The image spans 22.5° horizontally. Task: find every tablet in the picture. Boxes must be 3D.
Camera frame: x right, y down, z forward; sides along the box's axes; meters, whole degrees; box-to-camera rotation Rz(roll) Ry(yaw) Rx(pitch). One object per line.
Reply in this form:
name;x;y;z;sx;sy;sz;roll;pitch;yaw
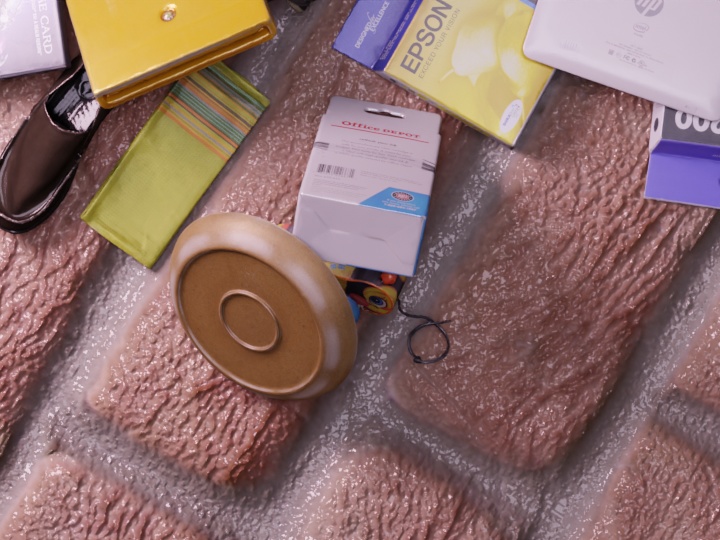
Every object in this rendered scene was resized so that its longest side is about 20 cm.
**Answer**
tablet;0.263;-0.231;1.701;0.199;0.014;0.131;19;86;-1

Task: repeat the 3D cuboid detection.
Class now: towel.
towel;-0.175;-0.107;1.718;0.086;0.018;0.201;35;87;0

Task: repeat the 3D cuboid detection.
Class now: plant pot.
plant pot;-0.095;0.040;1.643;0.200;0.200;0.027;44;45;0

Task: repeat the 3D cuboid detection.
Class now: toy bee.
toy bee;0.000;0.000;1.675;0.198;0.109;0.132;7;64;-10

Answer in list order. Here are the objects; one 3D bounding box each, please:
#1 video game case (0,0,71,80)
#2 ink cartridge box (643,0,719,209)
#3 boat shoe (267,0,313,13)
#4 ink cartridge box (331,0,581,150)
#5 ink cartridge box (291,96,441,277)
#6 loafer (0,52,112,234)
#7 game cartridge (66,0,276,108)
video game case;-0.373;-0.244;1.691;0.198;0.019;0.144;-8;88;11
ink cartridge box;0.380;-0.155;1.731;0.197;0.043;0.202;7;89;-2
boat shoe;-0.066;-0.274;1.705;0.199;0.072;0.066;-16;94;3
ink cartridge box;0.105;-0.249;1.722;0.199;0.047;0.199;29;88;-3
ink cartridge box;0.009;-0.080;1.664;0.115;0.200;0.067;10;122;2
loafer;-0.288;-0.127;1.687;0.073;0.071;0.201;30;87;-1
game cartridge;-0.184;-0.262;1.667;0.175;0.032;0.201;-22;58;4
